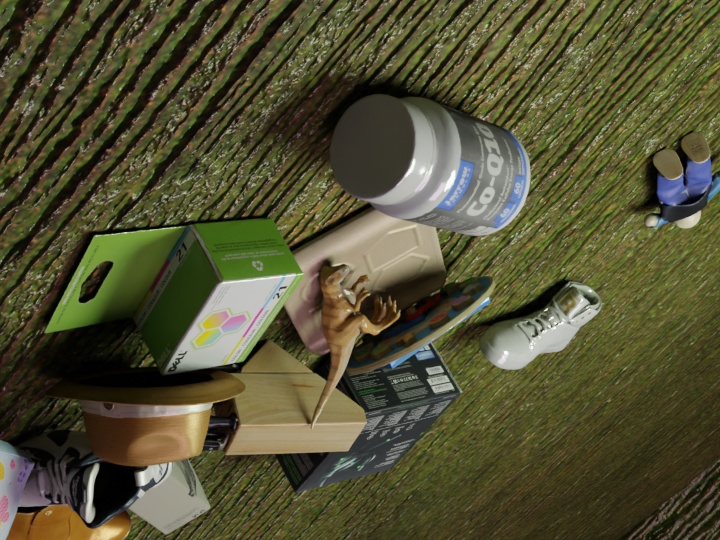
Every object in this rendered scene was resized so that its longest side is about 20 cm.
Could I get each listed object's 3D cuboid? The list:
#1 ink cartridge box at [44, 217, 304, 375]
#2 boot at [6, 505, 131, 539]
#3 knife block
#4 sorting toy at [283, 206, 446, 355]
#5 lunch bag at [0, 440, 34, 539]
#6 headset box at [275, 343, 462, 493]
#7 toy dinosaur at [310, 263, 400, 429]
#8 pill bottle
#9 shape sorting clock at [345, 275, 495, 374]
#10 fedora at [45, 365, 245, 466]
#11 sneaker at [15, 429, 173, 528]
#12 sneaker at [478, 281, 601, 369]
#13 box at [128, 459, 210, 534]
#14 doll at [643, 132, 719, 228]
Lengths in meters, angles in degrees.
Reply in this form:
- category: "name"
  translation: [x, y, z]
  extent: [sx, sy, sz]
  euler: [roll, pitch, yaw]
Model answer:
- category: "ink cartridge box"
  translation: [-0.176, 0.030, 1.281]
  extent: [0.200, 0.076, 0.148]
  euler: [-8, 146, -42]
- category: "boot"
  translation: [-0.342, 0.282, 1.558]
  extent: [0.201, 0.071, 0.144]
  euler: [-7, 149, -32]
- category: "knife block"
  translation: [-0.117, 0.169, 1.492]
  extent: [0.176, 0.200, 0.064]
  euler: [-49, 172, -43]
- category: "sorting toy"
  translation: [0.000, 0.000, 1.477]
  extent: [0.185, 0.037, 0.200]
  euler: [-29, 150, -4]
- category: "lunch bag"
  translation: [-0.433, 0.233, 1.312]
  extent: [0.200, 0.127, 0.170]
  euler: [-40, 156, 3]
- category: "headset box"
  translation: [0.000, 0.190, 1.741]
  extent: [0.174, 0.093, 0.200]
  euler: [-7, 146, -41]
- category: "toy dinosaur"
  translation: [-0.017, 0.064, 1.462]
  extent: [0.106, 0.060, 0.201]
  euler: [-14, 125, -20]
- category: "pill bottle"
  translation: [0.066, -0.099, 1.271]
  extent: [0.114, 0.114, 0.200]
  euler: [-43, 153, 24]
- category: "shape sorting clock"
  translation: [0.066, 0.059, 1.557]
  extent: [0.200, 0.039, 0.200]
  euler: [-32, -176, 3]
- category: "fedora"
  translation: [-0.210, 0.144, 1.333]
  extent: [0.200, 0.082, 0.201]
  euler: [-2, -176, 0]
- category: "sneaker"
  translation: [-0.296, 0.215, 1.383]
  extent: [0.198, 0.080, 0.130]
  euler: [-2, -173, 2]
- category: "sneaker"
  translation: [0.247, 0.064, 1.822]
  extent: [0.200, 0.074, 0.116]
  euler: [-15, 150, -51]
- category: "box"
  translation: [-0.244, 0.238, 1.577]
  extent: [0.068, 0.082, 0.200]
  euler: [-29, 156, -3]
- category: "doll"
  translation: [0.417, -0.103, 1.725]
  extent: [0.136, 0.049, 0.200]
  euler: [-30, 154, 0]
